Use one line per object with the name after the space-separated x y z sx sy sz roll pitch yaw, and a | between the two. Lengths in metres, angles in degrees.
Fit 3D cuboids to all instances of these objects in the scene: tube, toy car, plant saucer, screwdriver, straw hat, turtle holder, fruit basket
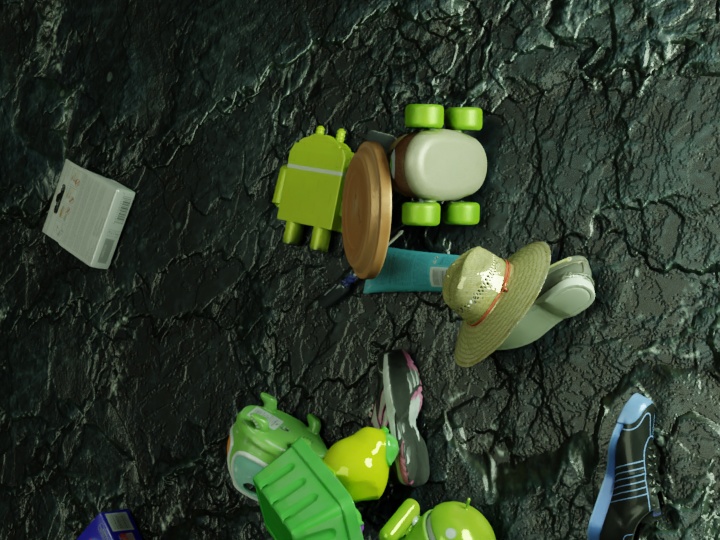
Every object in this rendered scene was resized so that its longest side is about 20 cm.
0.082 0.001 1.516 0.199 0.050 0.078 4 75 43 | tube
0.071 -0.154 1.495 0.199 0.157 0.167 8 99 49 | toy car
0.004 -0.088 1.496 0.200 0.032 0.203 180 90 -75 | plant saucer
0.000 0.000 1.571 0.200 0.028 0.029 -40 17 37 | screwdriver
0.157 0.021 1.358 0.202 0.085 0.201 -51 13 17 | straw hat
-0.120 0.290 1.576 0.133 0.184 0.141 -64 21 13 | turtle holder
-0.030 0.314 1.425 0.214 0.215 0.157 8 120 37 | fruit basket

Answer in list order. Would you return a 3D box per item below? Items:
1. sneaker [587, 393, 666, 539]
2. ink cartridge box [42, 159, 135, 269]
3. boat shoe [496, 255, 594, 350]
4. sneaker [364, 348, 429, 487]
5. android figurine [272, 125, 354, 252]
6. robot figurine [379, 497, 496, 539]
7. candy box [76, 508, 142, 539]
0.345 0.258 1.262 0.077 0.070 0.202 17 99 33 | sneaker
-0.537 -0.112 2.005 0.199 0.050 0.163 28 100 41 | ink cartridge box
0.232 0.046 1.380 0.201 0.072 0.061 -34 37 39 | boat shoe
0.038 0.217 1.490 0.086 0.080 0.203 -14 73 36 | sneaker
-0.070 -0.134 1.653 0.181 0.041 0.203 11 89 38 | android figurine
0.103 0.395 1.386 0.200 0.116 0.176 -43 87 22 | robot figurine
-0.459 0.555 1.810 0.200 0.077 0.170 -46 60 21 | candy box
